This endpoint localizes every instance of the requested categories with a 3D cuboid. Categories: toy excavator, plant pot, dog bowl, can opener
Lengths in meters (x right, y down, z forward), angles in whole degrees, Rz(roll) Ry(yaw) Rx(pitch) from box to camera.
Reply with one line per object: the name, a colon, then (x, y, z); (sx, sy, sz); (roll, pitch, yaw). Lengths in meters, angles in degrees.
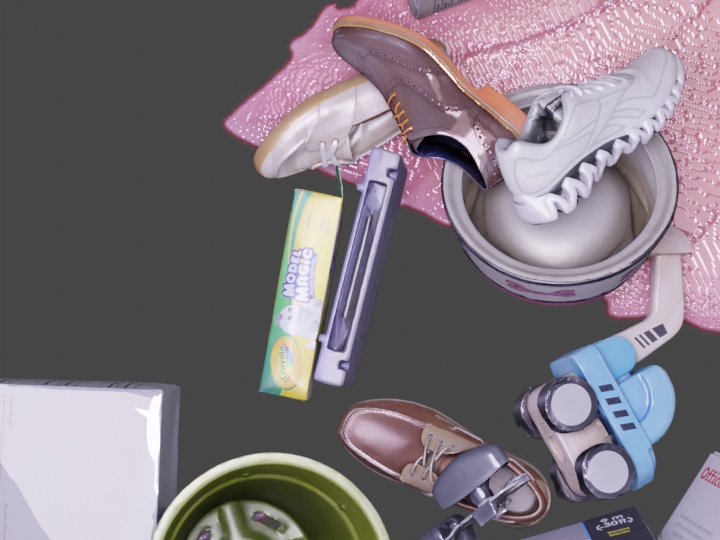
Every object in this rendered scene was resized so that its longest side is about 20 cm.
toy excavator: (0.231, 0.082, 1.590); (0.200, 0.100, 0.195); (-28, 86, -14)
plant pot: (-0.084, 0.253, 1.519); (0.199, 0.190, 0.201); (1, 84, -9)
dog bowl: (0.169, -0.058, 1.565); (0.199, 0.074, 0.201); (-2, 60, 3)
can opener: (0.063, 0.217, 1.554); (0.200, 0.053, 0.067); (-41, 78, 31)

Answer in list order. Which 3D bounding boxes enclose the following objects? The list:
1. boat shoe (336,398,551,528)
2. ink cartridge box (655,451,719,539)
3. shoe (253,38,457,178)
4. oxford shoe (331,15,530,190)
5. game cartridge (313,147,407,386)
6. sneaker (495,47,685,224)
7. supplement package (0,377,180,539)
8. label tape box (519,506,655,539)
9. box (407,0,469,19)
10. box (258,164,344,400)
boat shoe: (0.076, 0.165, 1.587); (0.199, 0.072, 0.076); (20, 88, 2)
ink cartridge box: (0.296, 0.266, 1.539); (0.086, 0.146, 0.200); (35, 88, -8)
shoe: (-0.001, -0.133, 1.600); (0.200, 0.070, 0.053); (-31, 66, -3)
oxford shoe: (0.049, -0.143, 1.530); (0.200, 0.071, 0.073); (34, 70, 13)
game cartridge: (0.000, 0.000, 1.567); (0.038, 0.130, 0.201); (14, 87, 1)
sneaker: (0.190, -0.127, 1.503); (0.200, 0.075, 0.081); (-43, 113, -21)
supplement package: (-0.261, 0.189, 1.553); (0.199, 0.147, 0.192); (2, 88, 1)
label tape box: (0.174, 0.254, 1.514); (0.144, 0.200, 0.063); (-16, 107, 0)
box: (0.122, -0.310, 1.581); (0.199, 0.128, 0.109); (-19, 87, -1)
box: (-0.047, 0.009, 1.574); (0.048, 0.117, 0.201); (12, 87, 1)
